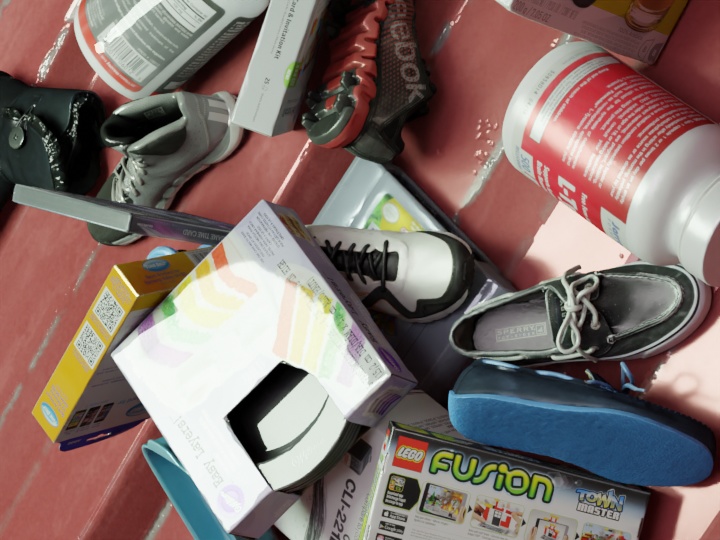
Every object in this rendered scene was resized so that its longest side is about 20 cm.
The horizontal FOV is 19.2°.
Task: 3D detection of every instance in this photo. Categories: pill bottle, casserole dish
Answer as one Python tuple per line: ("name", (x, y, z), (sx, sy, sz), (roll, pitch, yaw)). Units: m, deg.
("pill bottle", (0.206, -0.075, 1.548), (0.200, 0.112, 0.113), (39, 108, 36))
("casserole dish", (-0.108, 0.207, 1.740), (0.039, 0.201, 0.121), (-39, 29, -19))
("pill bottle", (-0.148, -0.247, 1.856), (0.200, 0.115, 0.117), (-38, 62, 28))

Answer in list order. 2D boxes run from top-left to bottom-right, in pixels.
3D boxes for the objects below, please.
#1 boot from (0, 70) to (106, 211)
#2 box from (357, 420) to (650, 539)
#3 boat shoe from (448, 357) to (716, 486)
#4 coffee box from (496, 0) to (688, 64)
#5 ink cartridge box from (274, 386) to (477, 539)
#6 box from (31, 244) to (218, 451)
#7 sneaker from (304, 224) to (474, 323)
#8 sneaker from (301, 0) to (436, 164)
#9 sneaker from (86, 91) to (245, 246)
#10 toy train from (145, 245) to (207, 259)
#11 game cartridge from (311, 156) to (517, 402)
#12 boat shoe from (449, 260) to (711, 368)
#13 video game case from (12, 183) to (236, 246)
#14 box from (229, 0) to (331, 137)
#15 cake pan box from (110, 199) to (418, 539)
("boot", (-0.327, -0.086, 2.000), (0.167, 0.076, 0.202), (19, 89, 43))
("box", (0.104, 0.189, 1.563), (0.198, 0.035, 0.111), (15, 93, -4))
("boat shoe", (0.166, 0.098, 1.556), (0.198, 0.069, 0.085), (17, 132, 7))
("coffee box", (0.146, -0.302, 1.573), (0.200, 0.199, 0.199), (40, 108, 36))
("ink cartridge box", (-0.007, 0.152, 1.686), (0.200, 0.083, 0.145), (36, 122, 35))
("box", (-0.189, 0.068, 1.746), (0.042, 0.119, 0.200), (51, 127, 22))
("sneaker", (0.000, 0.000, 1.683), (0.199, 0.080, 0.074), (0, 82, 37))
("sneaker", (0.018, -0.173, 1.743), (0.071, 0.098, 0.202), (-20, 48, 47))
("sneaker", (-0.203, -0.099, 1.879), (0.200, 0.115, 0.075), (-41, 61, 27))
("toy train", (-0.119, 0.051, 1.815), (0.199, 0.086, 0.115), (26, 109, 36))
("game cartridge", (0.030, 0.008, 1.729), (0.200, 0.040, 0.134), (46, 116, 33))
("boat shoe", (0.161, 0.032, 1.586), (0.198, 0.068, 0.074), (-7, 81, 27))
("video game case", (-0.173, -0.042, 1.792), (0.142, 0.199, 0.019), (14, 93, 39))
("box", (-0.050, -0.213, 1.753), (0.041, 0.156, 0.202), (20, 96, 2))
("cake pan box", (-0.075, 0.079, 1.635), (0.184, 0.052, 0.201), (-44, 61, 15))
